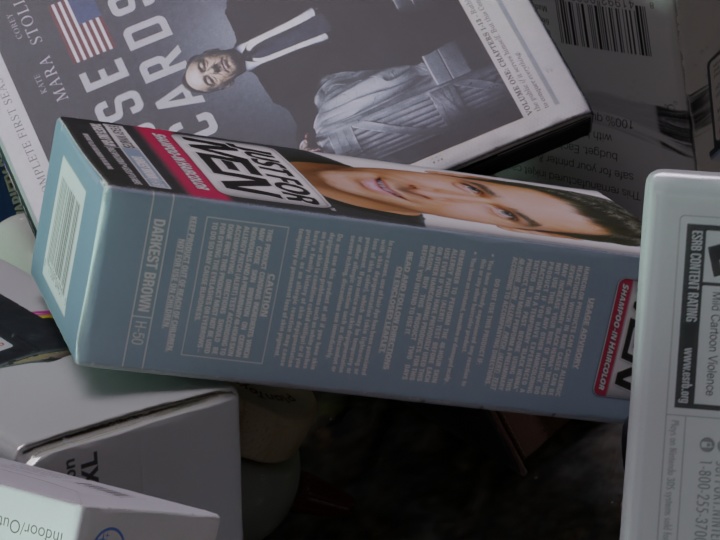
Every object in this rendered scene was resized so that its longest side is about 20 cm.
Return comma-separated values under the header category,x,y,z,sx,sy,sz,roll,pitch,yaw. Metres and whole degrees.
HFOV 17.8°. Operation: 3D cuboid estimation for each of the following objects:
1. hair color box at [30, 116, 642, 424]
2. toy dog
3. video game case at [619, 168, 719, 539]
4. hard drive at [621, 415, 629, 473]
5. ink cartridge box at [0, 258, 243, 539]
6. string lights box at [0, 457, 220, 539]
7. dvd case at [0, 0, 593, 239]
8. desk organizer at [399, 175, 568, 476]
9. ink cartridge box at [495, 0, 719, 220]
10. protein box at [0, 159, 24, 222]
category,x,y,z,sx,sy,sz,roll,pitch,yaw
hair color box,0.000,0.000,0.761,0.200,0.061,0.099,8,14,-18
toy dog,-0.068,0.045,0.887,0.132,0.096,0.200,-42,51,30
video game case,0.161,0.077,0.623,0.182,0.200,0.023,4,-6,11
hard drive,0.179,0.053,0.691,0.200,0.042,0.135,-21,33,8
ink cartridge box,-0.125,0.085,0.786,0.083,0.146,0.200,-15,24,-34
string lights box,-0.110,0.153,0.625,0.103,0.200,0.059,9,-2,37
dvd case,-0.037,-0.076,0.846,0.200,0.025,0.150,-23,67,-9
desk organizer,0.020,0.000,0.938,0.077,0.072,0.200,-40,36,-17
ink cartridge box,0.098,-0.088,0.939,0.146,0.200,0.086,16,39,42
protein box,-0.283,-0.039,1.098,0.198,0.135,0.200,-28,31,-22
